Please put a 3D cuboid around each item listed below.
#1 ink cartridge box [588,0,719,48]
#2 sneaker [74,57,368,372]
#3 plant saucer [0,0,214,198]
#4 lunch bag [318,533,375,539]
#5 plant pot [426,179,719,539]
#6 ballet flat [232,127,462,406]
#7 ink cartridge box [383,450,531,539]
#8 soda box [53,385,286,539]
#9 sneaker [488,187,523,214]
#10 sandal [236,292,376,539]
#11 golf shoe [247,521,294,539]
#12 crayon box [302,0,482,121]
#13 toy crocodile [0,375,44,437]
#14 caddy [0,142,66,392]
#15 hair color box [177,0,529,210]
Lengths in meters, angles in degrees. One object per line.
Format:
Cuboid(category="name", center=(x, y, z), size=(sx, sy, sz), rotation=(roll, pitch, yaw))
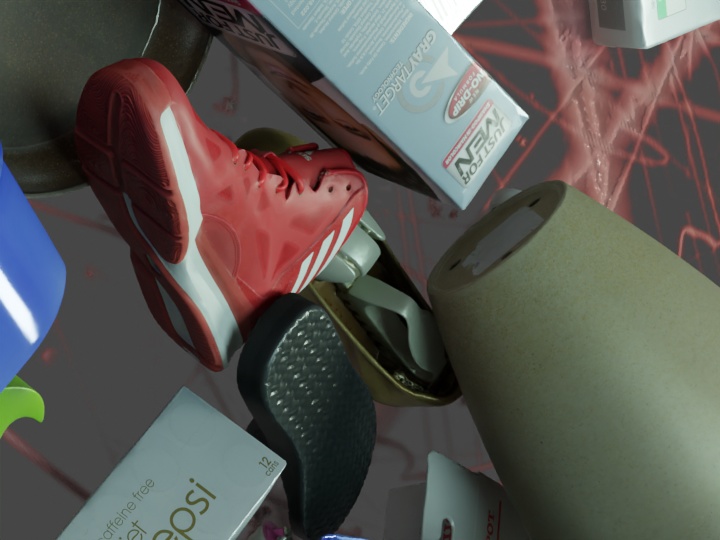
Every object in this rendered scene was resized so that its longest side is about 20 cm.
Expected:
Cuboid(category="ink cartridge box", center=(0.210, -0.236, 1.431), size=(0.200, 0.050, 0.162), rotation=(-24, 115, -36))
Cuboid(category="sneaker", center=(-0.063, -0.051, 1.147), size=(0.115, 0.078, 0.200), rotation=(-40, 149, -21))
Cuboid(category="plant saucer", center=(-0.150, -0.135, 1.110), size=(0.200, 0.032, 0.201), rotation=(-16, 115, -38))
Cuboid(category="lunch bag", center=(0.055, 0.233, 1.206), size=(0.199, 0.124, 0.170), rotation=(7, 128, -28))
Cuboid(category="plant pot", center=(0.132, 0.056, 1.275), size=(0.187, 0.187, 0.200), rotation=(-46, 106, -27))
Cuboid(category="ballet flat", center=(0.000, 0.000, 1.269), size=(0.069, 0.063, 0.200), rotation=(-53, 129, -19))
Cuboid(category="ink cartridge box", center=(0.069, 0.190, 1.351), size=(0.200, 0.067, 0.118), rotation=(35, 52, -42))
Cuboid(category="soda box", center=(-0.121, 0.152, 1.145), size=(0.068, 0.064, 0.200), rotation=(37, 53, 3))
Cuboid(category="sneaker", center=(0.112, 0.046, 1.380), size=(0.099, 0.071, 0.200), rotation=(-56, 135, -26))
Cuboid(category="sandal", center=(-0.033, 0.072, 1.245), size=(0.075, 0.048, 0.201), rotation=(-52, 152, -24))
Cuboid(category="golf shoe", center=(-0.043, 0.223, 1.285), size=(0.091, 0.075, 0.200), rotation=(-29, 125, -7))
Cuboid(category="crayon box", center=(-0.018, -0.188, 1.219), size=(0.126, 0.051, 0.200), rotation=(-48, 128, -25))
Cuboid(category="toy crocodile", center=(-0.204, 0.137, 1.100), size=(0.062, 0.067, 0.201), rotation=(22, 84, -44))
Cuboid(category="caddy", center=(-0.221, 0.012, 1.006), size=(0.200, 0.141, 0.105), rotation=(-52, 133, -22))
Cuboid(category="hair color box", center=(-0.019, -0.116, 1.135), size=(0.200, 0.099, 0.061), rotation=(41, 80, -38))
